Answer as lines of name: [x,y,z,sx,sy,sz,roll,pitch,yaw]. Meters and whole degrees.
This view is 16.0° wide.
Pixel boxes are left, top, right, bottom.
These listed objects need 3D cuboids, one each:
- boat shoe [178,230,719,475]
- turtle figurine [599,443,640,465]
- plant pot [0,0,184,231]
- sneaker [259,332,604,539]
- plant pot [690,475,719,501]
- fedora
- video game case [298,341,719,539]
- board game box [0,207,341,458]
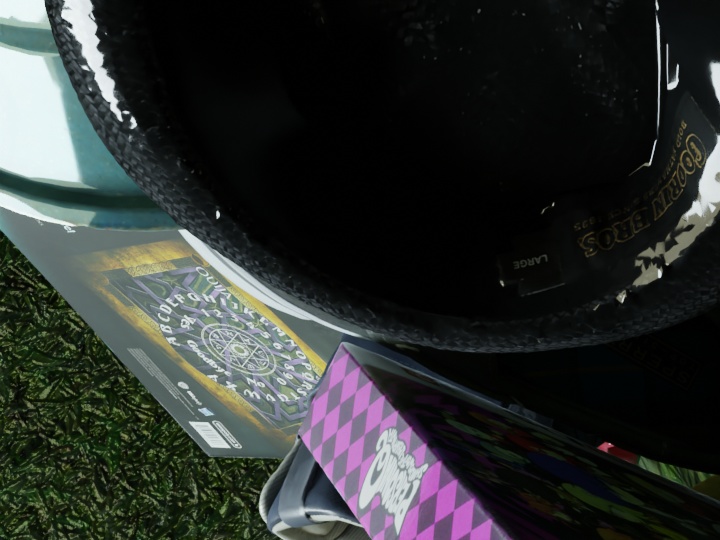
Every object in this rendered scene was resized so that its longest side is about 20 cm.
boat shoe: [0.039,0.002,0.719,0.200,0.069,0.057,24,-179,-15]
turtle figurine: [0.041,0.052,1.040,0.200,0.101,0.150,36,-174,0]
plant pot: [-0.050,-0.149,0.673,0.200,0.200,0.196,-123,17,-51]
sneaker: [0.001,0.000,0.783,0.202,0.146,0.077,47,154,-12]
plant pot: [0.050,0.207,0.829,0.194,0.200,0.196,-40,71,41]
fedora: [0.027,-0.077,0.555,0.092,0.200,0.201,-76,-27,-45]
video game case: [0.087,0.087,0.656,0.181,0.036,0.200,23,-174,-15]
board game box: [-0.050,0.001,0.896,0.135,0.028,0.200,-1,142,37]
